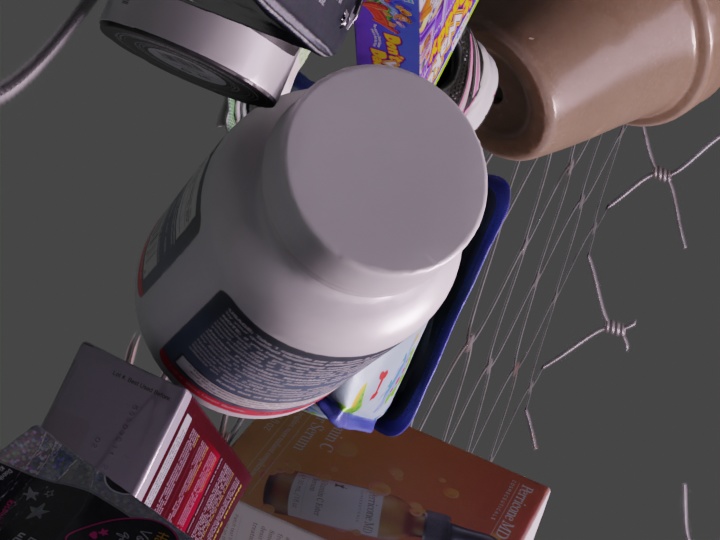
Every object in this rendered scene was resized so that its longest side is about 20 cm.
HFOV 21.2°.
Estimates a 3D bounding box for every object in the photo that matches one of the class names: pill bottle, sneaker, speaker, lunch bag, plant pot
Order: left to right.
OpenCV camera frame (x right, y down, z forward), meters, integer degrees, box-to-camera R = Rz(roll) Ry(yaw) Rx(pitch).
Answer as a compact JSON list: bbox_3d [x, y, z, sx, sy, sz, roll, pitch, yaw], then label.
[{"bbox_3d":[-0.031,-0.173,0.776,0.081,0.081,0.201,45,68,-77],"label":"speaker"},{"bbox_3d":[-0.022,-0.012,0.853,0.120,0.119,0.200,-62,-170,-24],"label":"pill bottle"},{"bbox_3d":[0.000,0.000,1.104,0.171,0.127,0.200,-65,168,-2],"label":"lunch bag"},{"bbox_3d":[0.023,-0.082,1.238,0.086,0.080,0.201,60,45,-60],"label":"sneaker"},{"bbox_3d":[0.146,-0.167,1.386,0.174,0.200,0.201,-39,154,-32],"label":"plant pot"}]

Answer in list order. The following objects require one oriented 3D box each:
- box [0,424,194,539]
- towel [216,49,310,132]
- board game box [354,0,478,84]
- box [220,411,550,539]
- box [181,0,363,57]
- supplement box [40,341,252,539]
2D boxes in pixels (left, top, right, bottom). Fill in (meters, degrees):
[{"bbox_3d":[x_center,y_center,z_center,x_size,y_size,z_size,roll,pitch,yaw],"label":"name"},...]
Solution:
[{"bbox_3d":[-0.139,0.191,0.795,0.132,0.114,0.201,-38,151,-40],"label":"box"},{"bbox_3d":[-0.007,-0.172,0.954,0.201,0.031,0.149,-61,176,-33],"label":"towel"},{"bbox_3d":[0.057,-0.215,1.175,0.135,0.044,0.201,86,28,-65],"label":"board game box"},{"bbox_3d":[0.002,0.181,1.262,0.152,0.199,0.107,-50,159,-58],"label":"box"},{"bbox_3d":[-0.044,-0.183,0.536,0.104,0.147,0.201,21,90,-78],"label":"box"},{"bbox_3d":[-0.116,0.119,0.963,0.109,0.061,0.200,-64,167,-14],"label":"supplement box"}]
